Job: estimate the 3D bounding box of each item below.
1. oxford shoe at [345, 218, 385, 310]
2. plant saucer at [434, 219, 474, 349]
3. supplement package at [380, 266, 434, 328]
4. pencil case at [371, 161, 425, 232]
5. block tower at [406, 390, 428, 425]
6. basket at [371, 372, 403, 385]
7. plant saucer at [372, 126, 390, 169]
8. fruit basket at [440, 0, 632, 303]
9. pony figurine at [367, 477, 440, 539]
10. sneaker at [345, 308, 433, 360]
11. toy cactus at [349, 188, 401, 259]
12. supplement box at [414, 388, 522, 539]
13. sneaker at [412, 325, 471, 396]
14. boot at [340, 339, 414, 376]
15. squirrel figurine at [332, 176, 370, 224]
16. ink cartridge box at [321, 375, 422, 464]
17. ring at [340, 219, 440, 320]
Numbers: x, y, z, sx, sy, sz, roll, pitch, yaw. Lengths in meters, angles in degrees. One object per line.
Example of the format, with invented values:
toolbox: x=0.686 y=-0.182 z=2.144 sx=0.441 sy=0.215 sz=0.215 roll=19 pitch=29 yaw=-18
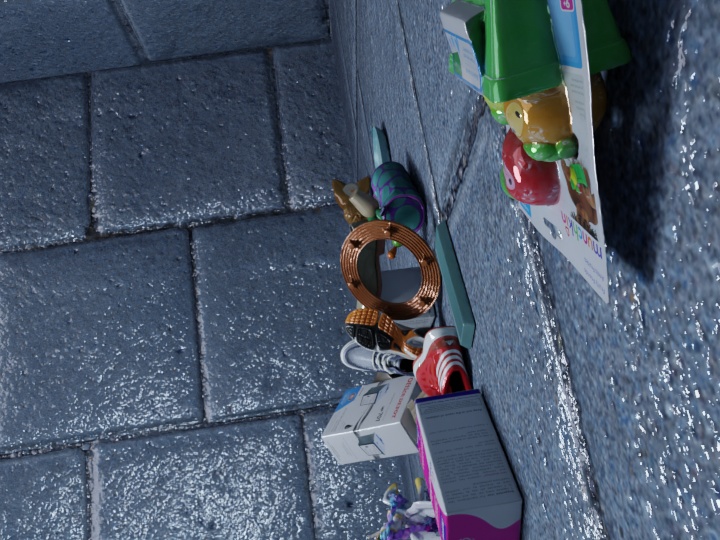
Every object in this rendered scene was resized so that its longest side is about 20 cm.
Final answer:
oxford shoe: x=0.000 y=0.000 z=1.313 sx=0.071 sy=0.073 sz=0.202 roll=-153 pitch=64 yaw=-64
plant saucer: x=0.142 y=0.020 z=1.046 sx=0.070 sy=0.019 sz=0.201 roll=85 pitch=175 yaw=-54
supplement package: x=0.085 y=0.081 z=1.423 sx=0.200 sy=0.112 sz=0.111 roll=94 pitch=168 yaw=-69
pencil case: x=0.070 y=-0.144 z=1.344 sx=0.093 sy=0.085 sz=0.200 roll=-58 pitch=19 yaw=22
block tower: x=0.137 y=0.273 z=1.182 sx=0.054 sy=0.058 sz=0.200 roll=40 pitch=-176 yaw=-17
basket: x=0.091 y=0.272 z=1.502 sx=0.137 sy=0.178 sz=0.201 roll=-85 pitch=1 yaw=-48
plant saucer: x=0.060 y=-0.281 z=1.800 sx=0.200 sy=0.027 sz=0.202 roll=172 pitch=90 yaw=-87
fruit basket: x=0.116 y=-0.102 z=0.467 sx=0.186 sy=0.093 sz=0.202 roll=-104 pitch=3 yaw=-64
pony figurine: x=0.126 y=0.553 z=1.520 sx=0.200 sy=0.191 sz=0.168 roll=-53 pitch=-39 yaw=-67
sneaker: x=0.066 y=0.130 z=1.266 sx=0.092 sy=0.198 sz=0.076 roll=63 pitch=-134 yaw=-71
toy cactus: x=0.041 y=-0.110 z=1.491 sx=0.165 sy=0.103 sz=0.200 roll=37 pitch=-177 yaw=-16
supplement box: x=0.142 y=0.273 z=0.927 sx=0.201 sy=0.102 sz=0.102 roll=-105 pitch=8 yaw=-57
sneaker: x=0.133 y=0.189 z=1.119 sx=0.201 sy=0.077 sz=0.116 roll=84 pitch=178 yaw=-53
boot: x=0.053 y=0.172 z=1.347 sx=0.090 sy=0.198 sz=0.074 roll=-45 pitch=-50 yaw=-78
squirrel figurine: x=-0.014 y=-0.216 z=2.477 sx=0.187 sy=0.140 sz=0.202 roll=75 pitch=-173 yaw=-55
ink cartridge box: x=0.042 y=0.298 z=1.364 sx=0.086 sy=0.199 sz=0.147 roll=56 pitch=-144 yaw=-18
ring: x=0.050 y=0.004 z=1.234 sx=0.019 sy=0.199 sz=0.202 roll=-46 pitch=-43 yaw=-52
